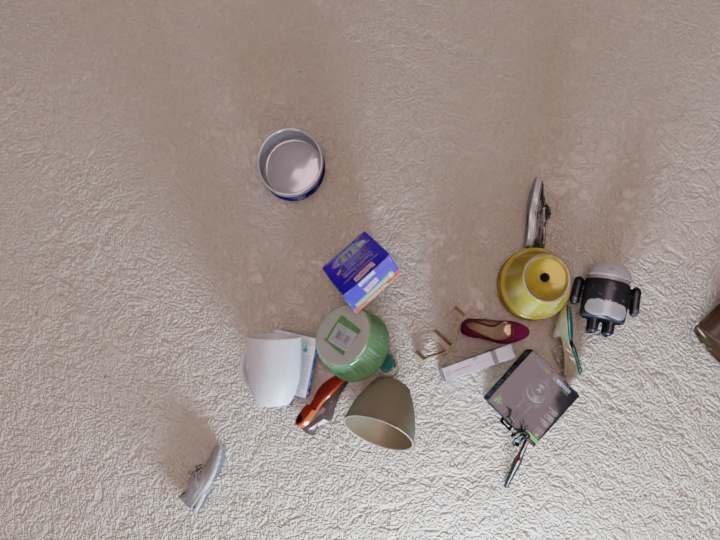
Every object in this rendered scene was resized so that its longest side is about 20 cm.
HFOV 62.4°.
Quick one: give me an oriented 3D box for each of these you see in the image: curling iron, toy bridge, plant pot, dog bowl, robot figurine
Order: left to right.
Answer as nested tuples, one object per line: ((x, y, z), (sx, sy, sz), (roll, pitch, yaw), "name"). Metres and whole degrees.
((-0.204, -0.311, 1.758), (0.196, 0.079, 0.205), (0, 82, 3), "dog bowl")
((0.226, 0.194, 1.653), (0.067, 0.027, 0.201), (40, 113, 9), "toy bridge")
((0.413, 0.505, 1.595), (0.049, 0.026, 0.204), (17, 120, 20), "curling iron")
((0.483, 0.030, 1.615), (0.196, 0.189, 0.205), (-1, 82, 4), "plant pot")
((0.672, 0.077, 1.632), (0.148, 0.124, 0.204), (16, 83, -25), "robot figurine")
((1.017, 0.148, 1.574), (0.198, 0.200, 0.201), (-40, 82, 6), "plant pot")

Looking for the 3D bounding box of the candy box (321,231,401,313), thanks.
((0.000, 0.000, 1.646), (0.168, 0.200, 0.077), (-40, 119, -1), "candy box")

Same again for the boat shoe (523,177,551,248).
((0.511, -0.162, 1.701), (0.062, 0.071, 0.205), (7, 91, 5), "boat shoe")

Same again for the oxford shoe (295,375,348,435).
((-0.095, 0.376, 1.680), (0.200, 0.071, 0.073), (-47, 111, -6), "oxford shoe")

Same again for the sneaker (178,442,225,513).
((-0.444, 0.571, 1.662), (0.081, 0.075, 0.203), (26, 86, 5), "sneaker")

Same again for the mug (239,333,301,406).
((-0.250, 0.263, 1.594), (0.197, 0.147, 0.179), (0, 90, 35), "mug")

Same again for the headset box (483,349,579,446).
((0.457, 0.349, 1.624), (0.174, 0.093, 0.200), (44, 88, 8), "headset box")

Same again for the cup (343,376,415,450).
((0.067, 0.377, 1.613), (0.197, 0.202, 0.145), (18, 57, 6), "cup")

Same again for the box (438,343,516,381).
((0.312, 0.252, 1.615), (0.197, 0.156, 0.042), (-21, 79, 1), "box")

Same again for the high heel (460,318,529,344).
((0.376, 0.167, 1.649), (0.195, 0.096, 0.069), (-2, 78, 3), "high heel")

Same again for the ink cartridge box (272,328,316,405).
((-0.200, 0.277, 1.684), (0.134, 0.076, 0.204), (11, 82, 6), "ink cartridge box")

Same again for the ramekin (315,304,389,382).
((-0.028, 0.193, 1.630), (0.197, 0.098, 0.204), (-13, 59, 23), "ramekin")

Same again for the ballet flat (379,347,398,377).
((0.048, 0.222, 1.674), (0.071, 0.072, 0.201), (-32, 54, 0), "ballet flat")

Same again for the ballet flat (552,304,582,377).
((0.565, 0.198, 1.648), (0.068, 0.069, 0.204), (-10, 89, 2), "ballet flat")
